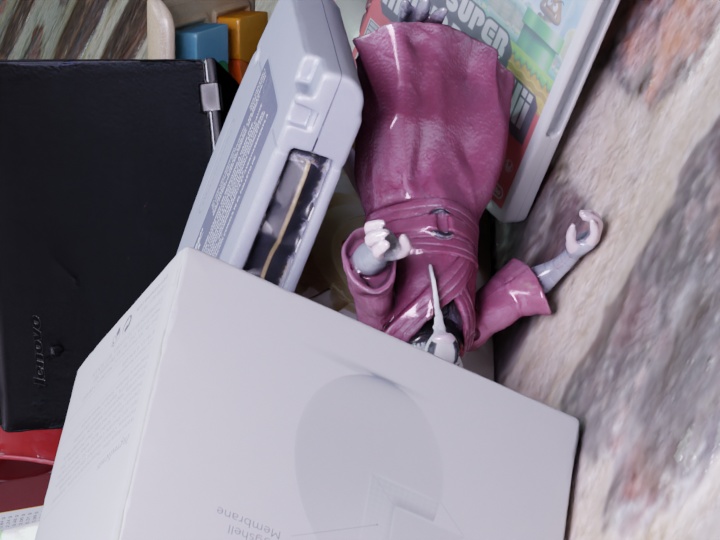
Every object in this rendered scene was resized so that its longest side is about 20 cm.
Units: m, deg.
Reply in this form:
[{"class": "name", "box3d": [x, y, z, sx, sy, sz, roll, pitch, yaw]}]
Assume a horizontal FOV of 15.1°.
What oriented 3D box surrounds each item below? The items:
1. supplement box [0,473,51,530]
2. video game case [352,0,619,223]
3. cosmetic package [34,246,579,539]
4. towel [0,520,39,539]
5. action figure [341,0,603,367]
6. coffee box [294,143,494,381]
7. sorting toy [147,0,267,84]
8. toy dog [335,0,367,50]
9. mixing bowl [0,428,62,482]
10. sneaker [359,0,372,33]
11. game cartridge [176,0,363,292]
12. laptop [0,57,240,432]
[{"class": "supplement box", "box3d": [-0.207, 0.234, 1.478, 0.199, 0.133, 0.198, -11, 42, 15]}, {"class": "video game case", "box3d": [0.069, -0.145, 1.331, 0.143, 0.017, 0.201, 47, 128, 36]}, {"class": "cosmetic package", "box3d": [-0.029, 0.134, 1.132, 0.123, 0.199, 0.201, -46, 26, 47]}, {"class": "towel", "box3d": [-0.195, 0.186, 1.387, 0.199, 0.023, 0.153, -11, 39, 22]}, {"class": "action figure", "box3d": [0.021, -0.017, 1.259, 0.149, 0.133, 0.201, -26, 55, 49]}, {"class": "coffee box", "box3d": [0.000, 0.000, 1.366, 0.080, 0.114, 0.201, -55, 19, 35]}, {"class": "sorting toy", "box3d": [-0.090, -0.085, 1.675, 0.200, 0.036, 0.186, -40, -49, -73]}, {"class": "toy dog", "box3d": [0.004, -0.174, 1.664, 0.132, 0.096, 0.201, -45, 41, 43]}, {"class": "mixing bowl", "box3d": [-0.214, 0.132, 1.608, 0.200, 0.199, 0.109, -52, 30, 39]}, {"class": "sneaker", "box3d": [0.028, -0.186, 1.501, 0.116, 0.075, 0.201, 68, -155, -48]}, {"class": "game cartridge", "box3d": [-0.050, -0.026, 1.266, 0.133, 0.041, 0.201, -110, 39, -61]}, {"class": "laptop", "box3d": [-0.119, -0.011, 1.437, 0.200, 0.115, 0.189, 33, -129, -82]}]
